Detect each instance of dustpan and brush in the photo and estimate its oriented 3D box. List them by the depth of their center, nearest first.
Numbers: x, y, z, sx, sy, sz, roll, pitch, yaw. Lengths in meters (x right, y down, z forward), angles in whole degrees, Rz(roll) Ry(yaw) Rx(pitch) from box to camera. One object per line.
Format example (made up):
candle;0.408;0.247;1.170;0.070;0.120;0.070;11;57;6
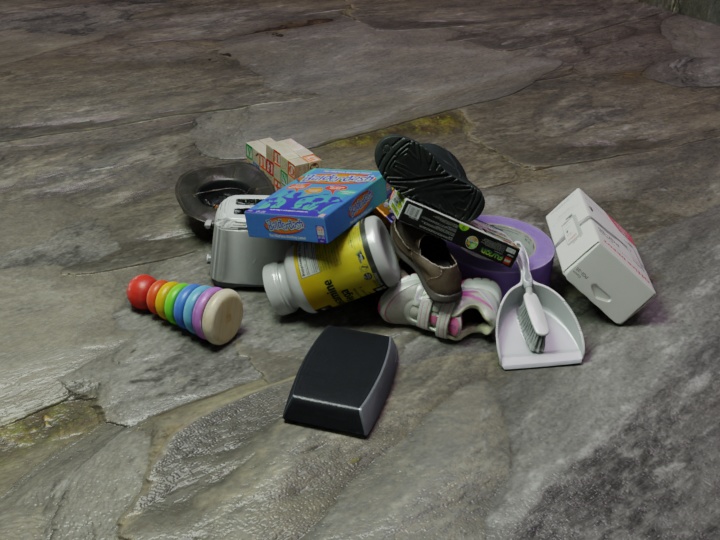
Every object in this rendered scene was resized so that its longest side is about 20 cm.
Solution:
dustpan and brush;0.260;0.047;1.458;0.138;0.058;0.202;-4;52;-10

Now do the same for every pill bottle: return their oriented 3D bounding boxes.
pill bottle;-0.047;-0.001;1.478;0.198;0.113;0.113;-20;27;13

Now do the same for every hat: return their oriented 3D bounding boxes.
hat;-0.244;-0.117;1.743;0.198;0.082;0.202;1;39;-1

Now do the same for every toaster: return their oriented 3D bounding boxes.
toaster;-0.159;-0.047;1.580;0.197;0.131;0.114;2;31;-2

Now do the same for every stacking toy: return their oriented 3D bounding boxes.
stacking toy;-0.280;0.047;1.461;0.198;0.086;0.085;16;32;28

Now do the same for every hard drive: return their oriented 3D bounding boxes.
hard drive;-0.024;0.148;1.344;0.133;0.043;0.200;10;31;11

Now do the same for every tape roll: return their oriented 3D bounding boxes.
tape roll;0.223;-0.011;1.599;0.197;0.086;0.201;3;31;-2

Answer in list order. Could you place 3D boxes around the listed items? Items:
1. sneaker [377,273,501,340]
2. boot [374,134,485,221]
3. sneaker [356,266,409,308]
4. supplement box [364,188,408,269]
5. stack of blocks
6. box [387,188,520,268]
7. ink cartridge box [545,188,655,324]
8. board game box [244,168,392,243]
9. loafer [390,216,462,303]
sneaker;0.126;0.060;1.471;0.197;0.082;0.089;-3;35;0
boot;0.096;-0.161;1.483;0.199;0.077;0.168;29;15;-18
sneaker;0.000;0.000;1.571;0.079;0.072;0.199;-16;35;-34
supplement box;0.096;-0.098;1.654;0.109;0.110;0.199;44;54;16
stack of blocks;-0.152;-0.193;1.843;0.058;0.116;0.200;-16;35;-30
box;0.144;-0.071;1.480;0.198;0.035;0.110;22;14;-13
ink cartridge box;0.397;-0.026;1.577;0.146;0.083;0.201;39;24;-18
board game box;-0.062;-0.105;1.484;0.150;0.046;0.200;5;27;31
loafer;0.108;-0.036;1.475;0.072;0.072;0.201;-12;42;-22
